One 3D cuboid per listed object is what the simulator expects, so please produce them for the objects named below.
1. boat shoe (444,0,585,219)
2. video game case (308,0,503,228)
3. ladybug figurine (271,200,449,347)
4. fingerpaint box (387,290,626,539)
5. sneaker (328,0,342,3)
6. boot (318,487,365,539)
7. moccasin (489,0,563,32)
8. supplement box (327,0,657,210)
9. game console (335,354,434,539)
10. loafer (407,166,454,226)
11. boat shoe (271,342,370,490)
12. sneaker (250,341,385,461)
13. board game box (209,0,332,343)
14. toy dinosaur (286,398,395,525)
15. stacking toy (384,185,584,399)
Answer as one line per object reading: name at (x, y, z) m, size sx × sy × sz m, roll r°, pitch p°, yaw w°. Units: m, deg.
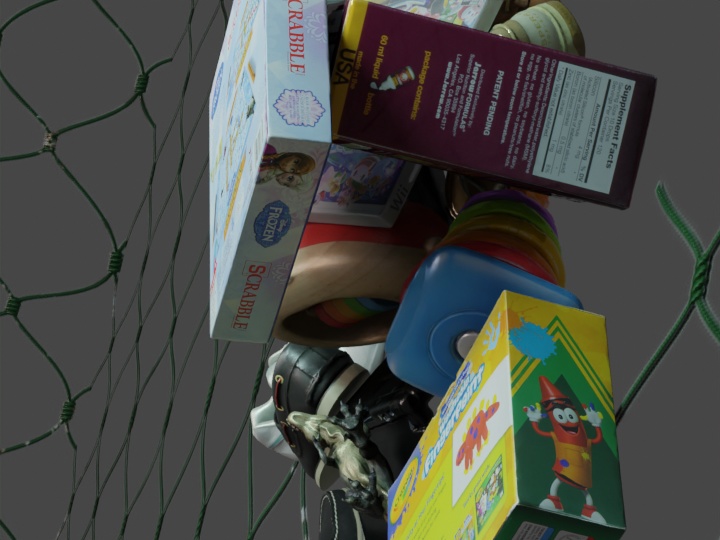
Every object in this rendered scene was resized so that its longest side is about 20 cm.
boat shoe at (0.090, -0.099, 1.639) m, size 0.073 × 0.063 × 0.201 m, roll 58°, pitch 146°, yaw 24°
video game case at (0.012, -0.121, 1.642) m, size 0.143 × 0.018 × 0.201 m, roll 5°, pitch 63°, yaw 48°
ladybug figurine at (0.000, 0.000, 1.665) m, size 0.199 × 0.135 × 0.073 m, roll -20°, pitch 61°, yaw 50°
fingerpaint box at (0.083, 0.143, 1.441) m, size 0.168 × 0.073 × 0.201 m, roll -91°, pitch 21°, yaw -46°
sneaker at (0.020, -0.144, 1.791) m, size 0.121 × 0.198 × 0.084 m, roll -111°, pitch 28°, yaw -44°
boot at (-0.068, 0.240, 1.786) m, size 0.073 × 0.149 × 0.201 m, roll 105°, pitch 169°, yaw -50°
moccasin at (0.096, -0.189, 1.741) m, size 0.202 × 0.077 × 0.074 m, roll -102°, pitch 30°, yaw -63°
supplement box at (0.068, -0.102, 1.491) m, size 0.110 × 0.199 × 0.086 m, roll -160°, pitch 83°, yaw -78°
game console at (0.057, 0.119, 1.699) m, size 0.176 × 0.116 × 0.200 m, roll -48°, pitch 6°, yaw -18°
loafer at (0.025, -0.069, 1.728) m, size 0.068 × 0.070 × 0.202 m, roll -33°, pitch -72°, yaw -68°
boat shoe at (-0.029, 0.108, 1.861) m, size 0.074 × 0.063 × 0.202 m, roll -50°, pitch -18°, yaw -18°
sneaker at (-0.031, 0.080, 1.978) m, size 0.071 × 0.080 × 0.201 m, roll -92°, pitch 22°, yaw -56°
board game box at (-0.058, -0.094, 1.487) m, size 0.201 × 0.041 × 0.201 m, roll 110°, pitch 161°, yaw -51°
toy dinosaur at (0.006, 0.144, 1.627) m, size 0.200 × 0.047 × 0.088 m, roll 55°, pitch 173°, yaw 38°
stacking toy at (0.093, -0.011, 1.561) m, size 0.201 × 0.109 × 0.116 m, roll -68°, pitch 1°, yaw -50°
